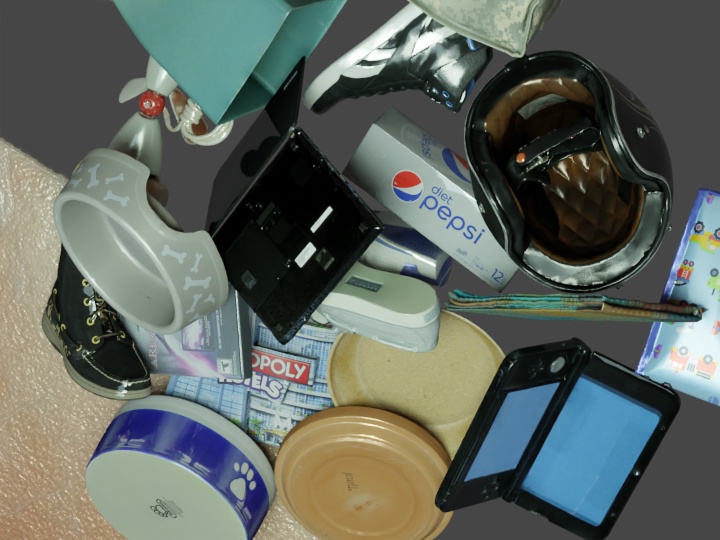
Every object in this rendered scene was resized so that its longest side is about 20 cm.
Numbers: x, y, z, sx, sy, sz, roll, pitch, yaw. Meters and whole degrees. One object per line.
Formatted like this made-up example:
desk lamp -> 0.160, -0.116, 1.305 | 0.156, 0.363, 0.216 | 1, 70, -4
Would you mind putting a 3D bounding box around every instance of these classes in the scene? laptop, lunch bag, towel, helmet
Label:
laptop -> -0.065, -0.068, 1.579 | 0.200, 0.103, 0.178 | 49, 124, 12
lunch bag -> 0.365, 0.024, 1.545 | 0.149, 0.094, 0.202 | 20, 106, 14
lunch bag -> 0.092, -0.298, 1.472 | 0.198, 0.164, 0.118 | 25, 121, 9
towel -> 0.197, 0.033, 1.526 | 0.199, 0.146, 0.022 | -1, 85, 49
helmet -> 0.195, -0.084, 1.499 | 0.198, 0.202, 0.191 | -14, 142, 23

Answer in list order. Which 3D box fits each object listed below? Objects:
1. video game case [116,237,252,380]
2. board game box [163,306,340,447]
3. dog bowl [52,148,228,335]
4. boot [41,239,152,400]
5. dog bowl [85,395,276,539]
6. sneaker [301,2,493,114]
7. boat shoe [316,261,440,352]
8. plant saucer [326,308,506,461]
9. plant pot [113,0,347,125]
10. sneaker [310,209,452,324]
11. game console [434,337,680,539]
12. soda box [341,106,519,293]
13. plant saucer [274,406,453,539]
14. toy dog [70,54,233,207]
video game case -> -0.191, 0.039, 1.721 | 0.199, 0.019, 0.145 | 0, 96, 42
board game box -> -0.110, 0.084, 1.744 | 0.198, 0.062, 0.202 | 14, 114, 15
dog bowl -> -0.221, -0.022, 1.606 | 0.199, 0.059, 0.201 | 34, 150, 22
boot -> -0.275, 0.034, 1.737 | 0.200, 0.073, 0.152 | 42, 127, 47
dog bowl -> -0.196, 0.232, 1.778 | 0.198, 0.079, 0.201 | 16, 138, 15
sneaker -> 0.042, -0.183, 1.583 | 0.199, 0.073, 0.112 | -36, 93, 25
boat shoe -> -0.009, 0.034, 1.597 | 0.199, 0.070, 0.072 | 18, 134, 31
plant saucer -> 0.065, 0.109, 1.686 | 0.198, 0.036, 0.202 | 7, 124, 10
plant pot -> -0.144, -0.270, 1.587 | 0.200, 0.141, 0.142 | 42, 117, 9
sneaker -> -0.001, 0.000, 1.671 | 0.197, 0.081, 0.116 | 14, 117, 22
game console -> 0.196, 0.182, 1.644 | 0.116, 0.175, 0.201 | 42, 121, 33
soda box -> 0.085, -0.071, 1.615 | 0.199, 0.063, 0.069 | 37, 119, 4
plant saucer -> 0.004, 0.231, 1.742 | 0.198, 0.032, 0.202 | 6, 126, 8
toy dog -> -0.214, -0.139, 1.697 | 0.200, 0.096, 0.132 | -45, 83, 14
